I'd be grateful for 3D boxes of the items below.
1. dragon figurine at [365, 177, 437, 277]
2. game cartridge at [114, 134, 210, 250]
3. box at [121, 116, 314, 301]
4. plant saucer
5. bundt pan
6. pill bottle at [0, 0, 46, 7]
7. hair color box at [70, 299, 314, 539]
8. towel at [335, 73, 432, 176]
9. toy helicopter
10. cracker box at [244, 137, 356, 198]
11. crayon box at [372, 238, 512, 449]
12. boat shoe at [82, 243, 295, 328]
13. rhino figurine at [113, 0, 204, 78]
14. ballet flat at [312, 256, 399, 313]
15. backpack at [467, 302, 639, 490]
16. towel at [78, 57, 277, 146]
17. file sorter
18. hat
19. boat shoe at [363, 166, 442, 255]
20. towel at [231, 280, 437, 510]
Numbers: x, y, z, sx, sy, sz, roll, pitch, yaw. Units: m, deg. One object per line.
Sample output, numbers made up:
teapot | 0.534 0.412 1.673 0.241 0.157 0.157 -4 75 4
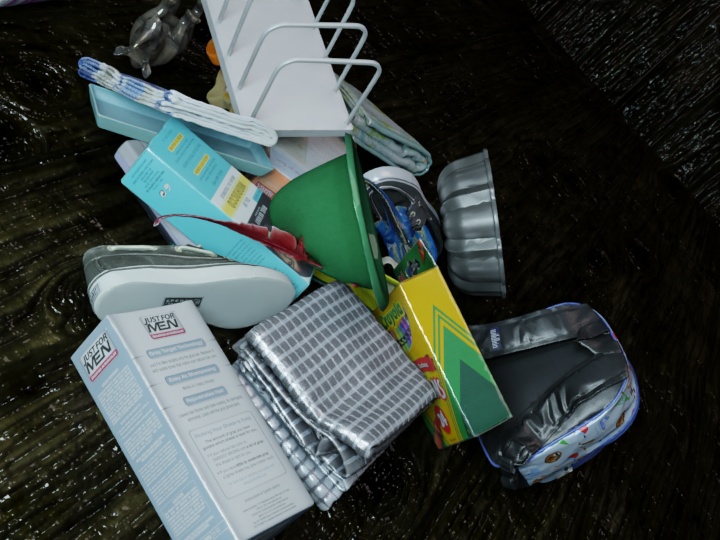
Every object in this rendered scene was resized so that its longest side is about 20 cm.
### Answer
dragon figurine | 0.056 -0.027 1.158 0.202 0.058 0.100 68 -8 -31
game cartridge | -0.155 -0.051 0.982 0.201 0.038 0.129 53 32 10
box | -0.130 -0.055 0.935 0.199 0.049 0.083 40 29 -14
plant saucer | -0.186 -0.142 0.998 0.197 0.019 0.070 14 29 -32
bundt pan | 0.148 -0.058 1.295 0.202 0.074 0.206 -9 90 -83
pill bottle | -0.344 -0.337 0.995 0.112 0.112 0.200 47 28 0
hair color box | -0.132 0.126 0.757 0.201 0.061 0.098 56 29 15
towel | 0.000 -0.216 1.328 0.172 0.048 0.199 49 14 31
toy helicopter | -0.125 -0.201 1.133 0.079 0.130 0.203 63 29 -48
cracker box | -0.070 -0.127 1.170 0.133 0.058 0.202 36 29 -24
crayon box | 0.074 0.081 1.006 0.050 0.127 0.203 -23 80 -17
boat shoe | -0.149 0.005 0.858 0.197 0.071 0.064 5 44 -38
rhino figurine | -0.224 -0.264 1.072 0.060 0.087 0.201 40 19 -13
ballet flat | 0.000 0.000 1.097 0.199 0.067 0.067 35 28 -21
backpack | 0.223 0.140 1.104 0.154 0.189 0.202 38 25 -50
towel | -0.190 -0.175 0.990 0.146 0.024 0.199 13 10 -45
file sorter | -0.076 -0.267 1.060 0.137 0.125 0.203 -5 65 -30
hat | -0.076 -0.037 0.918 0.167 0.173 0.202 -98 174 -50
boat shoe | 0.058 -0.067 1.241 0.200 0.069 0.067 44 26 -60
towel | -0.023 0.105 0.913 0.166 0.086 0.199 50 28 6
